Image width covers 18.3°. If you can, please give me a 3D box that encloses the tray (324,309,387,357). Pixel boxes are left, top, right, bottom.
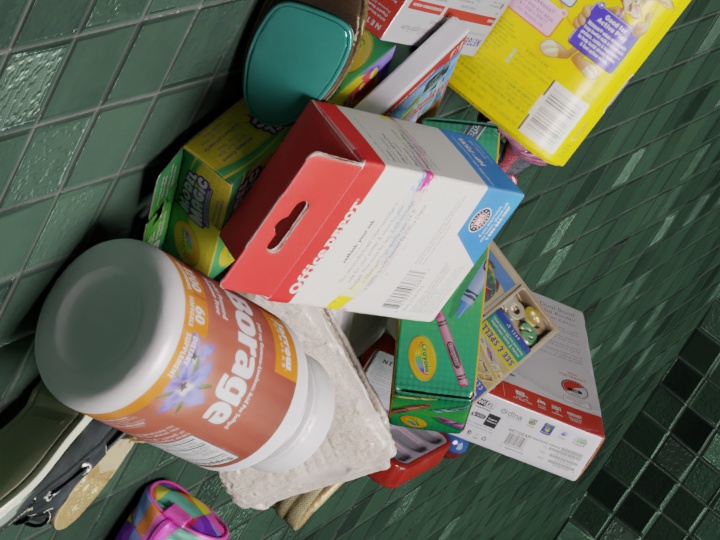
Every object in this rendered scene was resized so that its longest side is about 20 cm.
[{"bbox_3d":[0.000,0.000,1.571,0.107,0.022,0.200,-42,153,-41],"label":"tray"}]

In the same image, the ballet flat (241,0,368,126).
[{"bbox_3d":[-0.020,-0.178,1.370,0.072,0.068,0.200,-64,174,-49],"label":"ballet flat"}]

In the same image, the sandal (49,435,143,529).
[{"bbox_3d":[-0.146,0.113,1.620,0.212,0.070,0.078,-54,165,6],"label":"sandal"}]

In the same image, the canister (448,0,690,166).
[{"bbox_3d":[0.153,-0.196,1.645,0.200,0.148,0.087,-52,164,10],"label":"canister"}]

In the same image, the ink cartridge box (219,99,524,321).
[{"bbox_3d":[-0.005,-0.038,1.425,0.200,0.067,0.116,10,124,-47],"label":"ink cartridge box"}]

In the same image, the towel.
[{"bbox_3d":[-0.064,0.084,1.564,0.132,0.035,0.200,-19,126,13],"label":"towel"}]

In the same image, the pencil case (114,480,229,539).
[{"bbox_3d":[-0.190,0.269,1.822,0.200,0.088,0.088,-56,164,9],"label":"pencil case"}]

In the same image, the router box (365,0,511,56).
[{"bbox_3d":[0.078,-0.237,1.518,0.180,0.049,0.200,-55,164,13],"label":"router box"}]

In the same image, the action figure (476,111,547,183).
[{"bbox_3d":[0.153,-0.148,1.773,0.134,0.149,0.200,-34,143,-64],"label":"action figure"}]

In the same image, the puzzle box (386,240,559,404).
[{"bbox_3d":[0.054,0.000,1.707,0.133,0.200,0.025,-37,180,-45],"label":"puzzle box"}]

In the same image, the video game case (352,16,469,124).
[{"bbox_3d":[0.006,-0.078,1.562,0.143,0.017,0.200,-44,169,-28],"label":"video game case"}]

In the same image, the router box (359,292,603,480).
[{"bbox_3d":[0.089,0.065,1.798,0.180,0.200,0.049,-92,-153,-57],"label":"router box"}]

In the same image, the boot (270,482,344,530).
[{"bbox_3d":[-0.040,0.077,1.679,0.200,0.155,0.073,-51,164,-6],"label":"boot"}]

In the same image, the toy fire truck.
[{"bbox_3d":[0.005,0.109,1.857,0.112,0.168,0.200,-57,164,18],"label":"toy fire truck"}]

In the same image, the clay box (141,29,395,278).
[{"bbox_3d":[-0.063,-0.074,1.475,0.200,0.048,0.115,-44,164,-33],"label":"clay box"}]

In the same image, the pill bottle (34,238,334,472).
[{"bbox_3d":[-0.105,0.063,1.428,0.112,0.112,0.200,-53,141,5],"label":"pill bottle"}]

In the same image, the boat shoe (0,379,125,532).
[{"bbox_3d":[-0.212,0.131,1.446,0.199,0.074,0.066,-51,137,-35],"label":"boat shoe"}]

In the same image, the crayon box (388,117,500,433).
[{"bbox_3d":[0.059,0.005,1.592,0.119,0.058,0.201,94,3,-75],"label":"crayon box"}]
